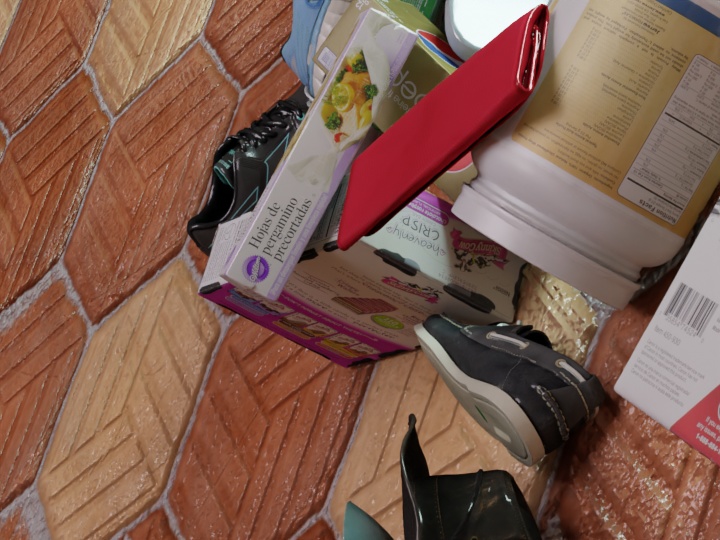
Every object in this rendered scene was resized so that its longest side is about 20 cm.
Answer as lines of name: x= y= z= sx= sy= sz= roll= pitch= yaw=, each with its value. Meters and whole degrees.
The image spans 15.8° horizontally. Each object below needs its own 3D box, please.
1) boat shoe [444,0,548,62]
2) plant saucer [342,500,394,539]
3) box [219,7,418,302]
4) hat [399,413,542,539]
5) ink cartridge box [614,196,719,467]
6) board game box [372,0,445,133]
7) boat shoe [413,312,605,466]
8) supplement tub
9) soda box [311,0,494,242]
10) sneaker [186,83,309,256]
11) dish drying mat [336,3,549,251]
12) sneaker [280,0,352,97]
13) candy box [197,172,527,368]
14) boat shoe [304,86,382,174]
boat shoe: x=0.097 y=-0.186 z=1.803 sx=0.091 sy=0.071 sz=0.201 roll=111 pitch=-179 yaw=-46
plant saucer: x=0.020 y=0.235 z=1.540 sx=0.201 sy=0.039 sz=0.202 roll=-7 pitch=-90 yaw=-86
box: x=-0.027 y=-0.075 z=1.681 sx=0.200 sy=0.039 sz=0.041 roll=-62 pitch=7 yaw=-4
hat: x=0.073 y=0.180 z=1.526 sx=0.081 sy=0.201 sz=0.201 roll=-7 pitch=46 yaw=5
ink cartridge box: x=0.243 y=0.014 z=1.384 sx=0.200 sy=0.083 sz=0.147 roll=-61 pitch=28 yaw=5
board game box: x=0.051 y=-0.197 z=1.873 sx=0.135 sy=0.029 sz=0.201 roll=34 pitch=-103 yaw=-84
boat shoe: x=0.092 y=0.065 z=1.640 sx=0.068 sy=0.072 sz=0.200 roll=-37 pitch=22 yaw=-8
supplement tub: x=0.156 y=-0.092 z=1.564 sx=0.200 sy=0.144 sz=0.145 roll=-60 pitch=27 yaw=6
soda box: x=0.061 y=-0.100 z=1.726 sx=0.200 sy=0.068 sz=0.064 roll=47 pitch=110 yaw=28
sneaker: x=-0.064 y=-0.090 z=2.019 sx=0.200 sy=0.079 sz=0.075 roll=-64 pitch=26 yaw=-5
dish drying mat: x=0.049 y=-0.085 z=1.577 sx=0.200 sy=0.018 sz=0.077 roll=-41 pitch=30 yaw=46
sneaker: x=-0.016 y=-0.221 z=1.872 sx=0.090 sy=0.078 sz=0.201 roll=35 pitch=115 yaw=38
candy box: x=0.000 y=0.000 z=1.765 sx=0.200 sy=0.136 sz=0.061 roll=-17 pitch=52 yaw=54
boat shoe: x=-0.011 y=-0.137 z=1.955 sx=0.070 sy=0.071 sz=0.201 roll=22 pitch=84 yaw=35
